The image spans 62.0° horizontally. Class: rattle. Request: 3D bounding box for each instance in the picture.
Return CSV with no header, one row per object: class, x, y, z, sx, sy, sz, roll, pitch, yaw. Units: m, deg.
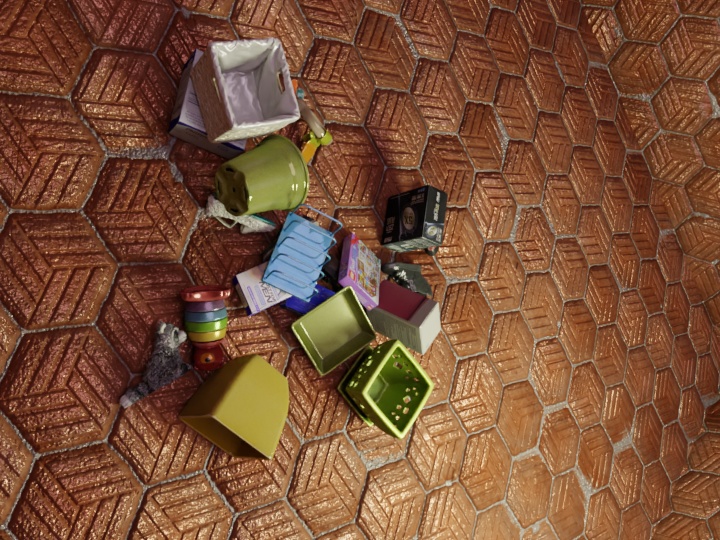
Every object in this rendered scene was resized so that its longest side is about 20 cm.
rattle,-0.180,-0.422,1.731,0.201,0.142,0.130,50,26,-3

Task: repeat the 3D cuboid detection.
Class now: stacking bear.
stacking bear,-0.378,0.145,1.470,0.118,0.113,0.206,-3,98,-19

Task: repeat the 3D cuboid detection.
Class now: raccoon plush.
raccoon plush,-0.488,0.208,1.394,0.198,0.096,0.136,-31,95,-34

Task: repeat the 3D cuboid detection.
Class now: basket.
basket,-0.279,-0.430,1.447,0.197,0.159,0.203,-19,96,-35

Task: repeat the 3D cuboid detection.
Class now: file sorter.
file sorter,-0.146,-0.047,1.538,0.136,0.122,0.204,25,71,-15

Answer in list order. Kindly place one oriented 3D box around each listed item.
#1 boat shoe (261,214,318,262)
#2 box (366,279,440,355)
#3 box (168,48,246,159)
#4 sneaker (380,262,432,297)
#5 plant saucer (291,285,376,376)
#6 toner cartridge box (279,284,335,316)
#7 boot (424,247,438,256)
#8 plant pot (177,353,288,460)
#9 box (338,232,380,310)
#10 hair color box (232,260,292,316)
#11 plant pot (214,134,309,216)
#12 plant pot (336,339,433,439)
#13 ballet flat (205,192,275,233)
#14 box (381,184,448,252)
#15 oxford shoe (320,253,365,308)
boat shoe,-0.205,-0.088,1.668,0.062,0.073,0.199,38,60,23
box,0.126,0.135,1.768,0.109,0.197,0.130,-47,145,-31
box,-0.376,-0.421,1.538,0.181,0.104,0.205,19,73,-33
sneaker,0.147,0.034,1.900,0.196,0.059,0.107,3,78,-40
plant saucer,-0.077,0.162,1.675,0.198,0.048,0.202,-33,120,-9
toner cartridge box,-0.128,0.093,1.700,0.197,0.043,0.097,28,70,-31
boot,0.221,-0.155,1.982,0.146,0.070,0.204,69,16,-52
plant pot,-0.287,0.322,1.471,0.194,0.193,0.203,43,55,-24
box,0.000,0.000,1.748,0.137,0.039,0.202,43,31,-27
hair color box,-0.227,0.029,1.590,0.197,0.065,0.111,-25,89,-26
plant pot,-0.262,-0.227,1.521,0.183,0.197,0.205,-29,101,-46
plant pot,0.060,0.336,1.726,0.201,0.180,0.200,51,59,-20
ballet flat,-0.320,-0.138,1.581,0.197,0.071,0.073,26,70,-29
box,0.165,-0.155,1.849,0.085,0.198,0.168,18,75,-33
oxford shoe,-0.038,0.031,1.757,0.201,0.072,0.085,49,55,-23
